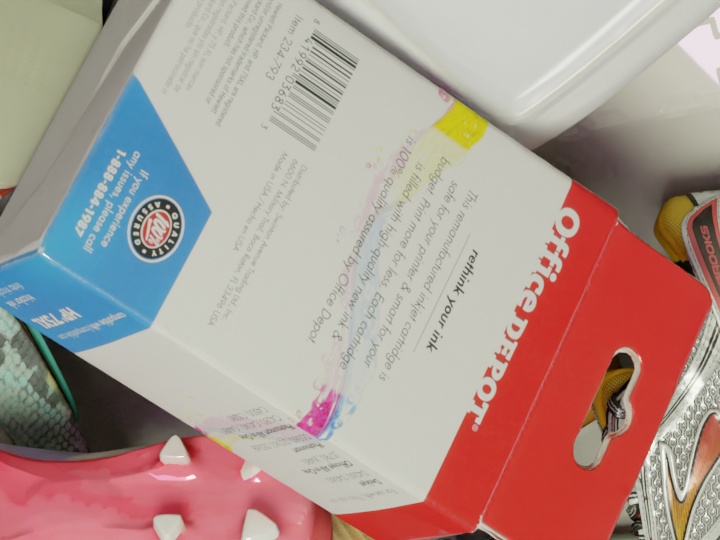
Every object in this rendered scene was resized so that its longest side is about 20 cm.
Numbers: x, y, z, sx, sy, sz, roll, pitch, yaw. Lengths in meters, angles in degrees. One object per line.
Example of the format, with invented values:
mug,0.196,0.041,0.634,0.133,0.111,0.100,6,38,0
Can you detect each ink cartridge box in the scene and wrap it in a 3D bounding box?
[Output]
ink cartridge box,-0.002,0.004,0.895,0.200,0.116,0.067,34,158,-18

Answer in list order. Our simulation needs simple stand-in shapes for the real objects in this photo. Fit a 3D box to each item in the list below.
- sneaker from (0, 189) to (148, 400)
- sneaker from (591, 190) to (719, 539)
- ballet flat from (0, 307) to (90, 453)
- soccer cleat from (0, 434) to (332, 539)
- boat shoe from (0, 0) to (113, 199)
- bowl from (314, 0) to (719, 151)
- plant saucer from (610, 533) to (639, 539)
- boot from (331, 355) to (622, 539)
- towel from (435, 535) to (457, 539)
sneaker,-0.130,-0.030,1.019,0.104,0.060,0.200,-16,114,28
sneaker,0.111,0.069,0.981,0.082,0.078,0.200,13,86,3
ballet flat,-0.124,0.070,1.016,0.069,0.071,0.200,15,144,42
soccer cleat,-0.108,0.084,0.948,0.200,0.067,0.077,1,145,7
boat shoe,-0.099,-0.112,0.940,0.071,0.063,0.200,26,72,-22
bowl,0.046,-0.135,0.898,0.200,0.075,0.200,-40,117,12
plant saucer,0.098,0.194,1.033,0.200,0.050,0.200,0,97,-3
boot,0.000,0.001,0.973,0.144,0.071,0.201,-34,124,-4
towel,0.000,0.206,1.067,0.200,0.024,0.147,-41,95,3
